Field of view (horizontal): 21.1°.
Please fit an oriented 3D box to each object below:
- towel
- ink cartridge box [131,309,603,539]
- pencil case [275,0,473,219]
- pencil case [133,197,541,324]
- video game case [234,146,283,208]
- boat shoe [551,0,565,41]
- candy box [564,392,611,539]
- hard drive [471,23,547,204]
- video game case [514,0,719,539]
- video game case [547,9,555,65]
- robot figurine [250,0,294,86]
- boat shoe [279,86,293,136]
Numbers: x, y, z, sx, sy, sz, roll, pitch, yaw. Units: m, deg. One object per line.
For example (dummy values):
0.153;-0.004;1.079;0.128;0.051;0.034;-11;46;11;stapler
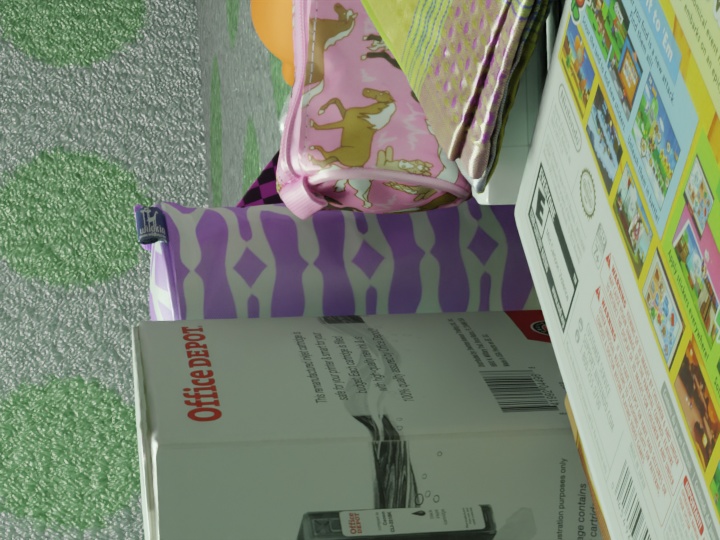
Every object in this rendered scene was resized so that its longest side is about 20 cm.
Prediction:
0.038;-0.140;0.598;0.144;0.023;0.200;-114;30;-42;towel
0.014;0.074;0.743;0.144;0.200;0.084;-118;28;-73;ink cartridge box
0.009;-0.119;0.786;0.083;0.086;0.201;28;-118;-78;pencil case
0.000;0.000;0.850;0.086;0.200;0.084;-108;19;-48;pencil case
-0.016;-0.010;1.044;0.182;0.036;0.200;89;-154;-45;video game case
0.093;-0.095;0.634;0.070;0.071;0.200;-62;-36;-69;boat shoe
0.112;0.014;0.562;0.116;0.055;0.200;-101;14;-44;candy box
0.051;-0.126;0.696;0.132;0.027;0.201;-55;-37;-86;hard drive
0.085;-0.011;0.495;0.182;0.023;0.200;99;165;-45;video game case
0.075;-0.154;0.911;0.182;0.022;0.201;-145;53;-79;video game case
-0.006;-0.193;1.132;0.117;0.144;0.200;39;146;24;robot figurine
0.015;-0.137;0.995;0.075;0.065;0.202;70;-151;-46;boat shoe
